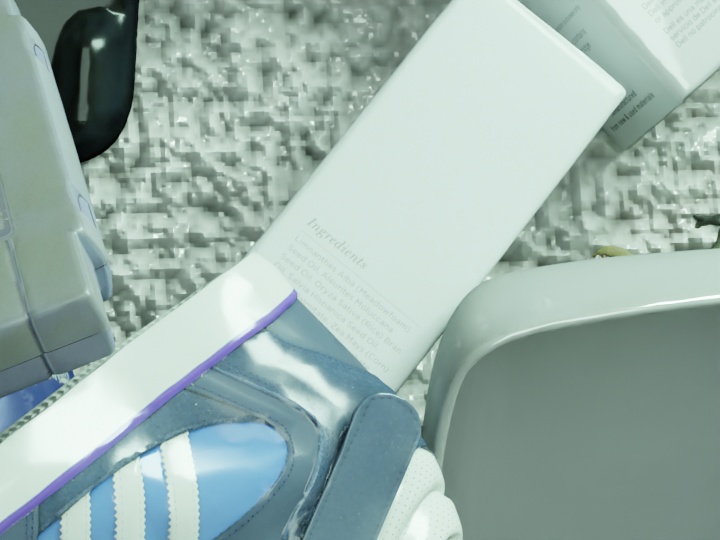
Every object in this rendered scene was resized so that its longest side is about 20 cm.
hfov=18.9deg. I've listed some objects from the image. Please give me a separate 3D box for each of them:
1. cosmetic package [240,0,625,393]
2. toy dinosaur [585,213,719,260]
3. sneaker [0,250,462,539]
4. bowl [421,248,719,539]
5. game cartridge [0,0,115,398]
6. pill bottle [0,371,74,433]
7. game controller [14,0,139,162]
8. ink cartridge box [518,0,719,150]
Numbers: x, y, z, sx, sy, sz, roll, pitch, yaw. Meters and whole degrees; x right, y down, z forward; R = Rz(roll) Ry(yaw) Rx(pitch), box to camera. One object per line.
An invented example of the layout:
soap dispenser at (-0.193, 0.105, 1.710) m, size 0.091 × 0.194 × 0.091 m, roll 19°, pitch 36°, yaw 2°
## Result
cosmetic package at (0.000, 0.000, 0.778) m, size 0.071 × 0.101 × 0.200 m, roll 38°, pitch 76°, yaw -1°
toy dinosaur at (0.182, -0.021, 0.811) m, size 0.048 × 0.199 × 0.088 m, roll 52°, pitch 42°, yaw -31°
sneaker at (-0.058, 0.104, 0.652) m, size 0.200 × 0.081 × 0.147 m, roll -39°, pitch 95°, yaw -22°
bowl at (0.109, 0.074, 0.766) m, size 0.199 × 0.075 × 0.201 m, roll -5°, pitch 122°, yaw -11°
game cartridge at (-0.153, -0.018, 0.695) m, size 0.129 × 0.200 × 0.038 m, roll -17°, pitch 128°, yaw -5°
pill bottle at (-0.129, 0.111, 0.728) m, size 0.111 × 0.111 × 0.201 m, roll -18°, pitch 84°, yaw -13°
game controller at (-0.181, -0.095, 0.799) m, size 0.199 × 0.042 × 0.105 m, roll 4°, pitch 93°, yaw -10°
ink cartridge box at (0.094, -0.173, 0.835) m, size 0.146 × 0.084 × 0.200 m, roll -41°, pitch 88°, yaw -15°
